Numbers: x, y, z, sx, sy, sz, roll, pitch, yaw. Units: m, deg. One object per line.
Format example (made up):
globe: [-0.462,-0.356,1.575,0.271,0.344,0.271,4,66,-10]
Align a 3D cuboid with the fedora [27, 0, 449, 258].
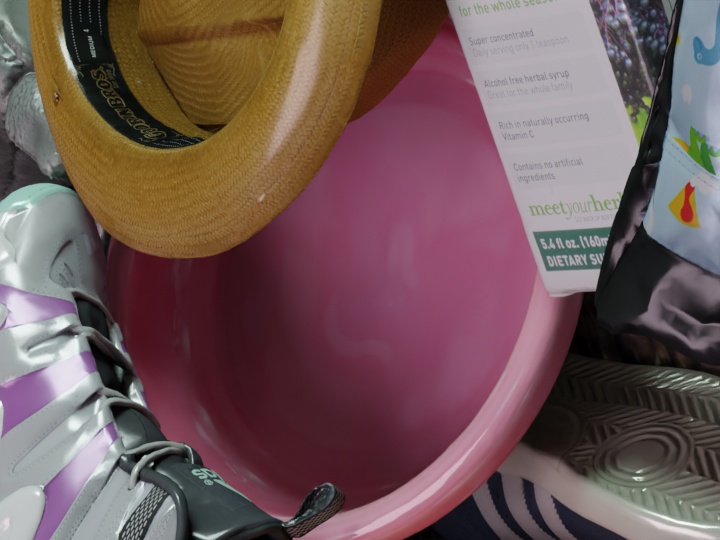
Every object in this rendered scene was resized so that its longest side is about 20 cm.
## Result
fedora: [-0.033,-0.096,0.885,0.200,0.082,0.202,-3,87,53]

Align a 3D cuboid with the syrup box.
syrup box: [0.074,-0.100,0.813,0.079,0.081,0.201,-4,111,51]

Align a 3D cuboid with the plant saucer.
plant saucer: [0.000,0.000,0.932,0.200,0.051,0.201,-11,71,35]

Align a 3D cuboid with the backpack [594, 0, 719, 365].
backpack: [0.147,-0.084,0.685,0.153,0.163,0.201,16,119,35]

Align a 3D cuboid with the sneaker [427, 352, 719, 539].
sneaker: [0.084,0.081,0.939,0.200,0.075,0.085,19,133,52]

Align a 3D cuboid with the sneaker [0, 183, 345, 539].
sneaker: [-0.069,0.064,0.896,0.139,0.078,0.201,-5,73,27]

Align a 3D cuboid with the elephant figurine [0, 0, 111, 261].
elephant figurine: [-0.138,-0.058,1.067,0.141,0.155,0.200,41,138,12]
